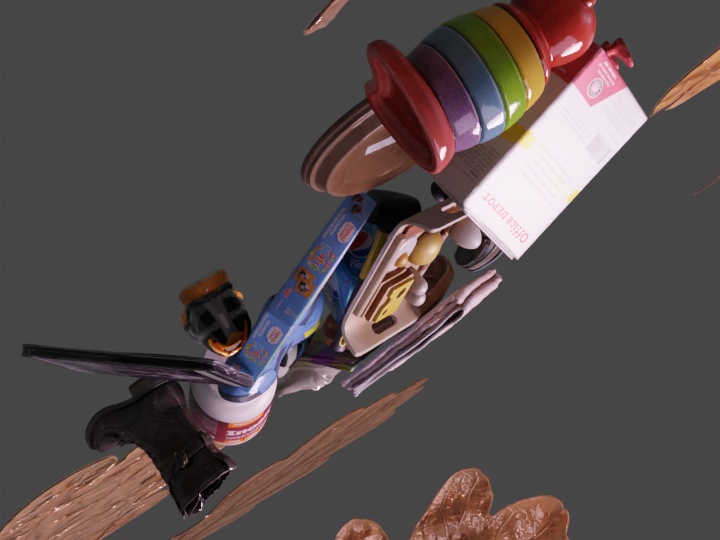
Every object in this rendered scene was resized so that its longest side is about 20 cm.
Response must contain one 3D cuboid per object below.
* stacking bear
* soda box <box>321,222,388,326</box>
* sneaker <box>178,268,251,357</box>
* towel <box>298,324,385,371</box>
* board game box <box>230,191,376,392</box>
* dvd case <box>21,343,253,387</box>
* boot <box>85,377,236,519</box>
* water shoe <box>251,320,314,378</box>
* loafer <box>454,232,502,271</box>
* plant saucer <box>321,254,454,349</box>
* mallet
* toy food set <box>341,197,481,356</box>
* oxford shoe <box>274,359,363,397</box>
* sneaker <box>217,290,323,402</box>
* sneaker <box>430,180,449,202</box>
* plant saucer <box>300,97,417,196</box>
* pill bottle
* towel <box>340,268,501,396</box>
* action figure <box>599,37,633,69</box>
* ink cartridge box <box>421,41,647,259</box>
[{"bbox_3d":[0.115,-0.183,1.058,0.199,0.114,0.122,-34,167,-10],"label":"stacking bear"},{"bbox_3d":[-0.007,0.003,1.526,0.067,0.065,0.200,-28,166,-13],"label":"soda box"},{"bbox_3d":[-0.157,0.063,1.377,0.078,0.078,0.200,-32,168,-5],"label":"sneaker"},{"bbox_3d":[-0.011,0.091,1.710,0.143,0.023,0.199,-36,-163,-26],"label":"towel"},{"bbox_3d":[-0.064,0.020,1.326,0.201,0.036,0.152,-57,-178,-38],"label":"board game box"},{"bbox_3d":[-0.220,0.096,1.239,0.197,0.016,0.149,4,170,11],"label":"dvd case"},{"bbox_3d":[-0.256,0.234,1.551,0.200,0.176,0.069,-41,164,34],"label":"boot"},{"bbox_3d":[-0.102,0.084,1.632,0.079,0.071,0.200,-47,177,-16],"label":"water shoe"},{"bbox_3d":[0.188,-0.078,1.701,0.062,0.072,0.200,11,133,-41],"label":"loafer"},{"bbox_3d":[0.039,0.046,1.651,0.198,0.033,0.201,-28,-163,9],"label":"plant saucer"},{"bbox_3d":[0.000,0.000,1.397,0.065,0.041,0.202,17,106,-37],"label":"mallet"},{"bbox_3d":[0.068,0.002,1.371,0.143,0.060,0.201,-28,154,-50],"label":"toy food set"},{"bbox_3d":[-0.062,0.142,1.783,0.198,0.058,0.075,-18,-164,38],"label":"oxford shoe"},{"bbox_3d":[-0.110,0.073,1.465,0.200,0.065,0.079,-49,149,-42],"label":"sneaker"},{"bbox_3d":[0.123,-0.099,1.436,0.082,0.073,0.200,-16,159,2],"label":"sneaker"},{"bbox_3d":[0.032,-0.132,1.209,0.198,0.030,0.200,-29,166,-8],"label":"plant saucer"},{"bbox_3d":[-0.166,0.151,1.589,0.112,0.114,0.200,-27,166,-17],"label":"pill bottle"},{"bbox_3d":[0.081,0.079,1.566,0.199,0.032,0.191,-39,176,22],"label":"towel"},{"bbox_3d":[0.212,-0.165,1.341,0.198,0.100,0.065,-27,-173,-7],"label":"action figure"},{"bbox_3d":[0.171,-0.130,1.224,0.200,0.083,0.145,-47,143,4],"label":"ink cartridge box"}]
